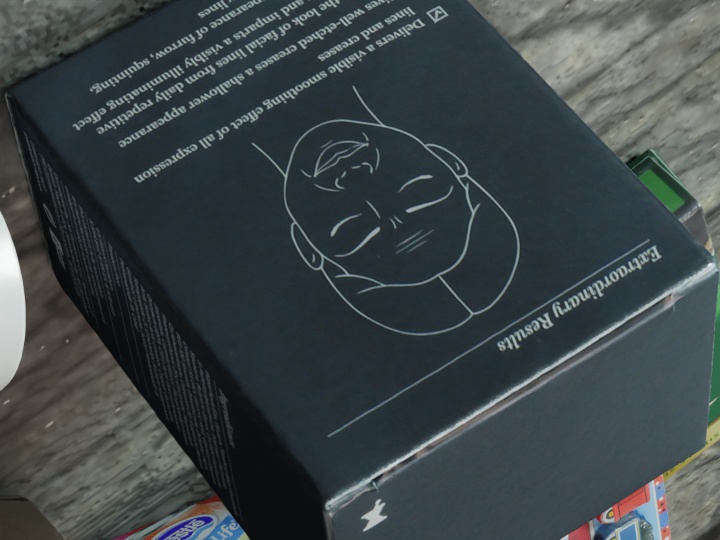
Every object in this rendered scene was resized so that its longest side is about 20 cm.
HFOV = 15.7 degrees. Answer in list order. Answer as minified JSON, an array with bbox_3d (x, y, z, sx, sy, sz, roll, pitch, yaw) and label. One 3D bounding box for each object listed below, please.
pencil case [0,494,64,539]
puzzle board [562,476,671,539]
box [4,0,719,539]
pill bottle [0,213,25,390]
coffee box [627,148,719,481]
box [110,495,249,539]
[{"bbox_3d":[-0.184,0.156,0.963,0.199,0.090,0.078,-27,159,-22],"label":"pencil case"},{"bbox_3d":[0.070,0.116,1.125,0.150,0.017,0.201,-29,132,-19],"label":"puzzle board"},{"bbox_3d":[0.000,0.000,0.861,0.148,0.200,0.107,-30,146,-16],"label":"box"},{"bbox_3d":[-0.203,0.022,0.758,0.199,0.113,0.113,-15,140,-36],"label":"pill bottle"},{"bbox_3d":[0.111,0.042,1.177,0.123,0.044,0.200,-36,148,-8],"label":"coffee box"},{"bbox_3d":[-0.044,0.203,1.096,0.099,0.095,0.201,-21,118,-28],"label":"box"}]
